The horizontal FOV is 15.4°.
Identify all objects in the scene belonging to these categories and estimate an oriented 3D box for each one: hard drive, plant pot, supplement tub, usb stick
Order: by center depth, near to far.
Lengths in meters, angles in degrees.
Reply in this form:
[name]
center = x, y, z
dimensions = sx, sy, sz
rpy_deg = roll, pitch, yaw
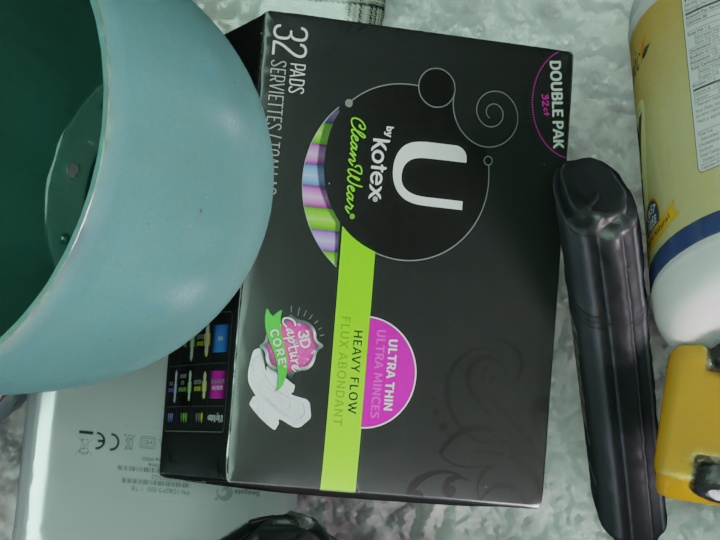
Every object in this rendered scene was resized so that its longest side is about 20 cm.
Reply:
[plant pot]
center = -0.130, -0.043, 1.065
dimensions = 0.199, 0.161, 0.202
rpy_deg = -6, 79, 32
[supplement tub]
center = 0.191, -0.066, 1.163
dimensions = 0.143, 0.145, 0.201
rpy_deg = -4, 65, 4
[usb stick]
center = 0.110, 0.039, 1.166
dimensions = 0.032, 0.201, 0.056
rpy_deg = -17, 40, -7
[hard drive]
center = -0.087, 0.041, 1.229
dimensions = 0.131, 0.026, 0.202
rpy_deg = 7, 85, -23

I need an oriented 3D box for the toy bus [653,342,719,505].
[toy bus]
center = 0.226, 0.081, 1.127
dimensions = 0.198, 0.078, 0.066
rpy_deg = 6, 68, 11

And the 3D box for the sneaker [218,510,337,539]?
[sneaker]
center = 0.006, 0.148, 1.128
dimensions = 0.198, 0.111, 0.077
rpy_deg = -7, 60, 6

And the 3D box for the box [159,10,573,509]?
[box]
center = 0.000, 0.000, 1.181
dimensions = 0.147, 0.124, 0.202
rpy_deg = 5, 85, -18

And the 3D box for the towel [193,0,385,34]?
[towel]
center = -0.079, -0.196, 1.269
dimensions = 0.198, 0.035, 0.194
rpy_deg = 6, 86, 6

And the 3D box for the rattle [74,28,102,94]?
[rattle]
center = -0.148, -0.180, 1.175
dimensions = 0.142, 0.130, 0.202
rpy_deg = 8, 107, -5

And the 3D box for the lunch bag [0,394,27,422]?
[lunch bag]
center = -0.252, 0.049, 1.195
dimensions = 0.198, 0.170, 0.125
rpy_deg = -2, 88, 1
